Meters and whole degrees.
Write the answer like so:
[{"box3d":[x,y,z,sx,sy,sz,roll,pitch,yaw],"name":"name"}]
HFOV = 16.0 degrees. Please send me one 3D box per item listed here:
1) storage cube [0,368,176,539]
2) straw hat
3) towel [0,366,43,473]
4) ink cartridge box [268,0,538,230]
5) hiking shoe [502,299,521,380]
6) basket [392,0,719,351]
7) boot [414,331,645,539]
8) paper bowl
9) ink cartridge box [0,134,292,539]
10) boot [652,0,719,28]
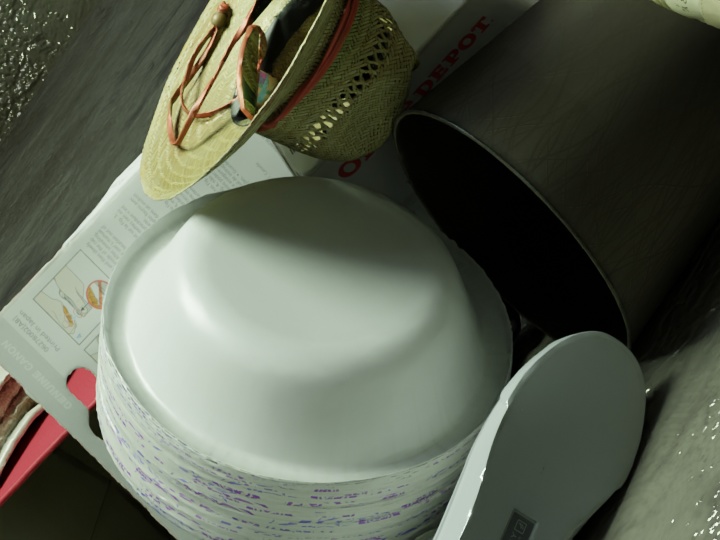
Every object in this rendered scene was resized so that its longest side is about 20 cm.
[{"box3d":[-0.109,0.119,1.449,0.200,0.171,0.180,-45,16,25],"name":"storage cube"},{"box3d":[-0.020,-0.098,1.236,0.201,0.085,0.201,-50,22,28],"name":"straw hat"},{"box3d":[-0.222,0.098,1.440,0.200,0.034,0.132,-59,14,-21],"name":"towel"},{"box3d":[0.057,-0.094,1.369,0.146,0.200,0.084,-47,52,17],"name":"ink cartridge box"},{"box3d":[0.028,0.077,1.328,0.101,0.076,0.200,-39,20,49],"name":"hiking shoe"},{"box3d":[0.135,-0.086,1.252,0.136,0.180,0.200,26,69,45],"name":"basket"},{"box3d":[0.054,0.117,1.178,0.200,0.074,0.096,-57,15,-25],"name":"boot"},{"box3d":[-0.026,0.034,1.232,0.201,0.200,0.105,-70,-8,-46],"name":"paper bowl"},{"box3d":[-0.083,0.023,1.343,0.200,0.161,0.050,-48,8,-19],"name":"ink cartridge box"},{"box3d":[0.241,-0.121,1.140,0.155,0.200,0.073,41,129,39],"name":"boot"}]
